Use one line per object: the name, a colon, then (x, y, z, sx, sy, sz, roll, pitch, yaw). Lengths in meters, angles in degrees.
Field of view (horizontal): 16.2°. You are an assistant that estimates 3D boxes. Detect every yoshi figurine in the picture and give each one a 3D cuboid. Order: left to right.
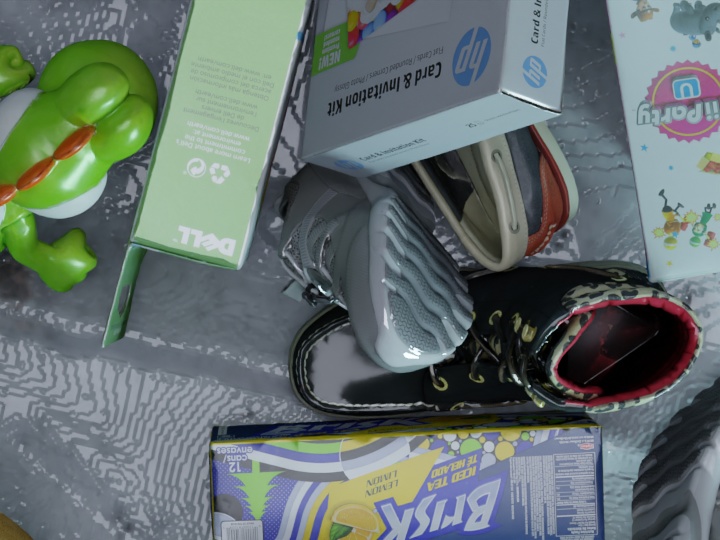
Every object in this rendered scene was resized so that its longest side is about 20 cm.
yoshi figurine: (-0.171, -0.051, 1.253, 0.199, 0.112, 0.113, -28, 54, 31)

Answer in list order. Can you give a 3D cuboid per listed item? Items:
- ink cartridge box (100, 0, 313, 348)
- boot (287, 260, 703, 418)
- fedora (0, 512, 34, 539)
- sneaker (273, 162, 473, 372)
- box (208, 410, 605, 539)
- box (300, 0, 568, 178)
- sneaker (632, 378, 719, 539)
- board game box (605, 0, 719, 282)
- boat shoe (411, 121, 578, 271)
ink cartridge box: (-0.074, -0.054, 1.262, 0.059, 0.104, 0.201, 14, 92, -2)
boot: (0.065, 0.037, 1.245, 0.202, 0.154, 0.074, -9, 95, -3)
fedora: (-0.243, 0.197, 1.263, 0.199, 0.082, 0.202, -9, 111, -25)
sneaker: (0.000, 0.000, 1.234, 0.082, 0.200, 0.075, -35, 114, 12)
box: (0.022, 0.110, 1.289, 0.198, 0.070, 0.065, -2, 93, -2)
box: (0.040, -0.155, 1.172, 0.041, 0.156, 0.202, 15, 73, -33)
sneaker: (0.181, 0.133, 1.262, 0.082, 0.075, 0.201, 34, 56, -14)
board game box: (0.152, -0.117, 1.215, 0.064, 0.148, 0.201, -9, 112, 9)
boat shoe: (0.035, -0.093, 1.273, 0.062, 0.071, 0.201, -35, 94, -43)
